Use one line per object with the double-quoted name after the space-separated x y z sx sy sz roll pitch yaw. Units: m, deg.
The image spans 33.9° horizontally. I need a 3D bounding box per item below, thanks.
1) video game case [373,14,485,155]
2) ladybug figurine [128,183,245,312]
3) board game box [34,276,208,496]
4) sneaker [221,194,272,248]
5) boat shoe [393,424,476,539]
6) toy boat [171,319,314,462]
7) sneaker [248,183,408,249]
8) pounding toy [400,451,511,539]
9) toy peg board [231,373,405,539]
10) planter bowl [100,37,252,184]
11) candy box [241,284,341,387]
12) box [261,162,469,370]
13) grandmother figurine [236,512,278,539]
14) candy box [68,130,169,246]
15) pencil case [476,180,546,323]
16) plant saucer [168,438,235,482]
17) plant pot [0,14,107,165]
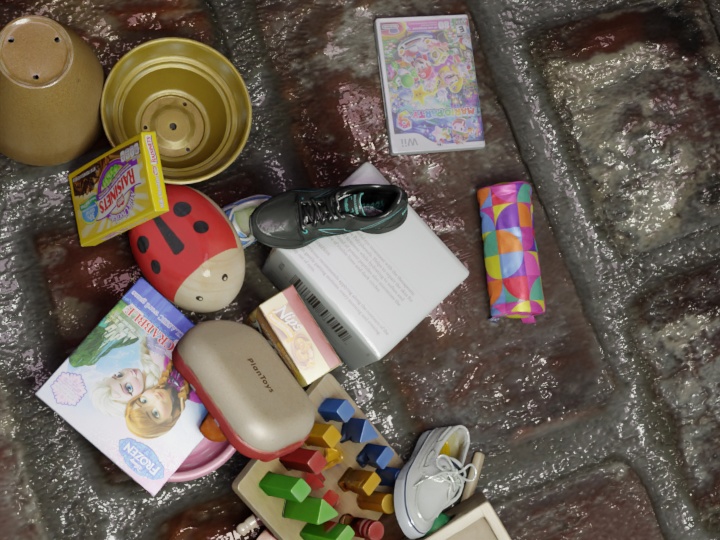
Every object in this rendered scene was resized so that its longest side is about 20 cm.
0.100 -0.272 1.723 0.142 0.018 0.201 -5 83 -14 "video game case"
-0.233 -0.036 1.530 0.136 0.072 0.200 -44 72 3 "ladybug figurine"
-0.274 0.148 1.514 0.200 0.041 0.200 41 76 -5 "board game box"
-0.195 -0.050 1.595 0.199 0.077 0.076 -33 91 -12 "sneaker"
0.109 0.269 1.555 0.086 0.202 0.075 -25 105 29 "boat shoe"
-0.159 0.161 1.462 0.130 0.131 0.200 -13 59 -52 "toy boat"
-0.037 -0.076 1.432 0.199 0.079 0.076 -10 80 -9 "sneaker"
0.141 0.381 1.591 0.184 0.142 0.201 -31 87 -1 "pounding toy"
-0.024 0.273 1.524 0.199 0.098 0.200 -50 115 -27 "toy peg board"
-0.251 -0.205 1.600 0.199 0.083 0.202 2 79 -13 "planter bowl"
-0.094 0.093 1.533 0.055 0.200 0.116 -32 89 -15 "candy box"
0.000 0.000 1.568 0.171 0.200 0.199 -43 91 -13 "box"
-0.105 0.358 1.564 0.121 0.060 0.201 38 76 -33 "grandmother figurine"
-0.313 -0.101 1.520 0.026 0.200 0.103 -9 84 -42 "candy box"
0.214 -0.025 1.682 0.088 0.088 0.201 -4 85 -13 "pencil case"
-0.245 0.177 1.564 0.199 0.051 0.202 2 82 -12 "plant saucer"
-0.412 -0.249 1.513 0.185 0.200 0.188 2 80 -12 "plant pot"
